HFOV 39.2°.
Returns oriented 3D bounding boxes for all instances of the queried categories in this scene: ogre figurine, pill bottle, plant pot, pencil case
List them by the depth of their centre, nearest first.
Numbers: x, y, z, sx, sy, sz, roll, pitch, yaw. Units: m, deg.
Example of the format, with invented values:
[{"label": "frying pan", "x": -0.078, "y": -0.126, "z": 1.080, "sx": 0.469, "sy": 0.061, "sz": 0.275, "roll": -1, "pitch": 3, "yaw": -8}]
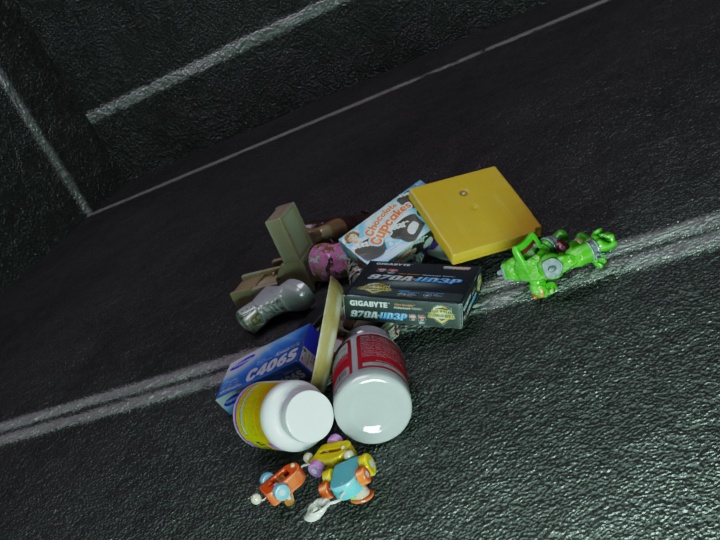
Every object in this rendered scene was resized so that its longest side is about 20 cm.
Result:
[{"label": "pill bottle", "x": 0.014, "y": 0.160, "z": 1.496, "sx": 0.112, "sy": 0.113, "sz": 0.200, "roll": -26, "pitch": 20, "yaw": 8}, {"label": "pill bottle", "x": -0.112, "y": 0.215, "z": 1.497, "sx": 0.104, "sy": 0.104, "sz": 0.200, "roll": -38, "pitch": 10, "yaw": -24}, {"label": "ogre figurine", "x": 0.295, "y": -0.019, "z": 1.580, "sx": 0.120, "sy": 0.098, "sz": 0.200, "roll": -25, "pitch": 28, "yaw": -25}, {"label": "plant pot", "x": -0.053, "y": 0.108, "z": 1.584, "sx": 0.027, "sy": 0.201, "sz": 0.200, "roll": 10, "pitch": 23, "yaw": -3}, {"label": "pencil case", "x": -0.014, "y": -0.031, "z": 2.045, "sx": 0.200, "sy": 0.087, "sz": 0.083, "roll": -10, "pitch": -4, "yaw": 42}]

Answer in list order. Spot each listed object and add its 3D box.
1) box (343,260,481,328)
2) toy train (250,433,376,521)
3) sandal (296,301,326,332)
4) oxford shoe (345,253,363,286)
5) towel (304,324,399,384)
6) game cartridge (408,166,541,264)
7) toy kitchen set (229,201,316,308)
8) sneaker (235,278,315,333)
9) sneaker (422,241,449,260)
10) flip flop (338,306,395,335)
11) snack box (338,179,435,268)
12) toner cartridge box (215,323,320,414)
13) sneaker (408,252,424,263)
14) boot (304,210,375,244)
[{"label": "box", "x": 0.089, "y": 0.037, "z": 1.667, "sx": 0.199, "sy": 0.046, "sz": 0.159, "roll": 4, "pitch": 23, "yaw": 18}, {"label": "toy train", "x": -0.054, "y": 0.293, "z": 1.359, "sx": 0.150, "sy": 0.056, "sz": 0.200, "roll": -38, "pitch": 19, "yaw": -20}, {"label": "sandal", "x": -0.100, "y": 0.135, "z": 1.826, "sx": 0.200, "sy": 0.045, "sz": 0.075, "roll": -54, "pitch": 15, "yaw": -20}, {"label": "oxford shoe", "x": 0.000, "y": 0.000, "z": 1.874, "sx": 0.075, "sy": 0.058, "sz": 0.201, "roll": -37, "pitch": 37, "yaw": 37}, {"label": "towel", "x": -0.039, "y": 0.148, "z": 1.734, "sx": 0.200, "sy": 0.023, "sz": 0.144, "roll": -35, "pitch": 18, "yaw": -20}, {"label": "game cartridge", "x": 0.202, "y": -0.100, "z": 1.789, "sx": 0.176, "sy": 0.033, "sz": 0.200, "roll": -15, "pitch": 45, "yaw": -12}, {"label": "toy kitchen set", "x": -0.186, "y": -0.047, "z": 2.166, "sx": 0.199, "sy": 0.181, "sz": 0.163, "roll": -13, "pitch": 23, "yaw": 27}, {"label": "sneaker", "x": -0.175, "y": 0.080, "z": 2.019, "sx": 0.116, "sy": 0.074, "sz": 0.200, "roll": -43, "pitch": 14, "yaw": -29}, {"label": "sneaker", "x": 0.175, "y": -0.095, "z": 1.918, "sx": 0.083, "sy": 0.081, "sz": 0.200, "roll": 7, "pitch": 37, "yaw": 32}, {"label": "flip flop", "x": 0.003, "y": 0.076, "z": 1.736, "sx": 0.081, "sy": 0.058, "sz": 0.200, "roll": -36, "pitch": 21, "yaw": -25}, {"label": "snack box", "x": 0.072, "y": -0.074, "z": 1.850, "sx": 0.200, "sy": 0.037, "sz": 0.116, "roll": -37, "pitch": 49, "yaw": -15}, {"label": "toner cartridge box", "x": -0.156, "y": 0.170, "z": 1.738, "sx": 0.200, "sy": 0.043, "sz": 0.095, "roll": -28, "pitch": 26, "yaw": 31}, {"label": "sneaker", "x": 0.103, "y": -0.039, "z": 1.918, "sx": 0.200, "sy": 0.070, "sz": 0.108, "roll": -44, "pitch": 19, "yaw": -19}, {"label": "boot", "x": -0.057, "y": -0.088, "z": 2.271, "sx": 0.166, "sy": 0.073, "sz": 0.200, "roll": -15, "pitch": 6, "yaw": -31}]
